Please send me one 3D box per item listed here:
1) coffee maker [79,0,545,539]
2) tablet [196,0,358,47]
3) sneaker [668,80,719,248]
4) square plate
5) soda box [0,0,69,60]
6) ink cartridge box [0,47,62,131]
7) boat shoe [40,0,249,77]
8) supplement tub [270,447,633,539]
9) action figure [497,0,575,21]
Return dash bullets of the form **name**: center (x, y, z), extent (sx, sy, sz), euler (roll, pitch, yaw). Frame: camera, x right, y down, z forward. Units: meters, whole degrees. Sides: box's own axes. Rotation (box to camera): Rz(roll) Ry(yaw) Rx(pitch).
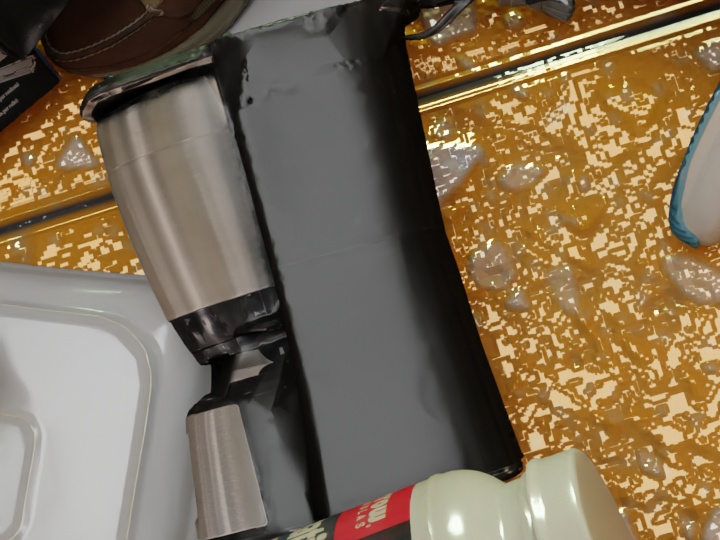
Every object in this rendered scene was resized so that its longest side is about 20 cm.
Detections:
- **coffee maker**: center (0.000, 0.000, 0.906), extent (0.192, 0.135, 0.200), euler (-18, 87, 26)
- **tablet**: center (-0.032, -0.198, 0.996), extent (0.130, 0.014, 0.201), euler (-10, 77, 33)
- **sneaker**: center (0.202, -0.086, 0.937), extent (0.081, 0.077, 0.200), euler (38, 90, 5)
- **square plate**: center (-0.165, 0.090, 0.980), extent (0.199, 0.028, 0.199), euler (6, 80, 10)
- **soda box**: center (-0.115, -0.187, 0.930), extent (0.200, 0.063, 0.071), euler (-55, 36, -9)
- **ink cartridge box**: center (-0.236, -0.057, 0.978), extent (0.200, 0.094, 0.044), euler (-40, 34, -5)
- **boat shoe**: center (-0.070, -0.150, 0.962), extent (0.200, 0.072, 0.076), euler (-33, 65, 27)
- **supplement tub**: center (0.008, 0.156, 0.819), extent (0.200, 0.140, 0.141), euler (-22, 77, 11)
- **action figure**: center (0.083, -0.146, 0.964), extent (0.199, 0.055, 0.118), euler (-2, 47, 23)
